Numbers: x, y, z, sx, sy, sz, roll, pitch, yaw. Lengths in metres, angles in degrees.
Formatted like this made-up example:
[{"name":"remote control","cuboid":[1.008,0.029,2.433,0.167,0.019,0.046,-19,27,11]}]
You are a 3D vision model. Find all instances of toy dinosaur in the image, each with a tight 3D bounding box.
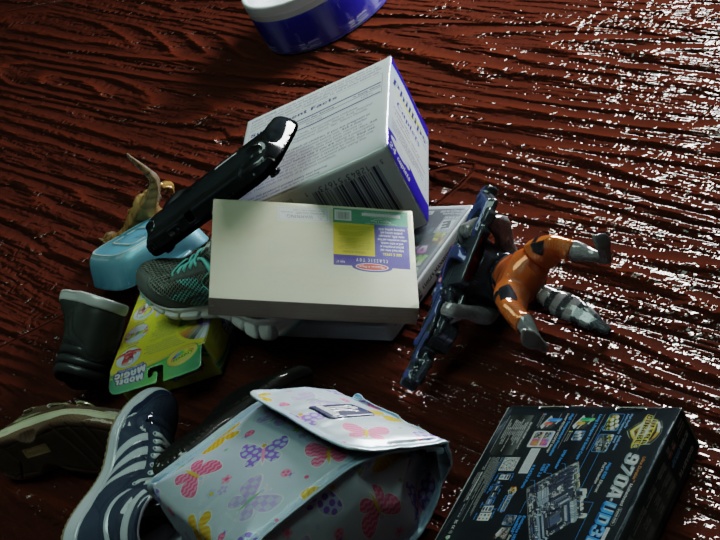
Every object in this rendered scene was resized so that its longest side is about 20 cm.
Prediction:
[{"name":"toy dinosaur","cuboid":[-0.247,-0.077,1.953,0.106,0.061,0.200,-29,-15,-39]}]

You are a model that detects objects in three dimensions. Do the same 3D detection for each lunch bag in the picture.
[{"name":"lunch bag","cuboid":[-0.046,0.175,1.356,0.199,0.128,0.169,-34,31,-21]}]

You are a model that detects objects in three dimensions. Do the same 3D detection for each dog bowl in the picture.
[{"name":"dog bowl","cuboid":[-0.058,-0.383,2.267,0.199,0.079,0.201,-23,31,14]}]

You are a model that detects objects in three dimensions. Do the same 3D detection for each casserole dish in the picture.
[{"name":"casserole dish","cuboid":[-0.245,-0.024,1.874,0.121,0.039,0.200,-32,14,-18]}]

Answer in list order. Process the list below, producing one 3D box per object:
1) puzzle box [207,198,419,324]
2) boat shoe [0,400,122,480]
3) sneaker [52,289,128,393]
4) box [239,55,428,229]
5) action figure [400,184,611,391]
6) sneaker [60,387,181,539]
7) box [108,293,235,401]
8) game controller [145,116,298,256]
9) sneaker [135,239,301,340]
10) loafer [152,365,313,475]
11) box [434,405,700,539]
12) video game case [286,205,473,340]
[{"name":"puzzle box","cuboid":[-0.045,-0.008,1.585,0.198,0.026,0.134,4,45,-5]},{"name":"boat shoe","cuboid":[-0.284,0.155,1.654,0.201,0.075,0.075,-8,30,35]},{"name":"sneaker","cuboid":[-0.300,0.078,1.788,0.200,0.070,0.100,175,114,-73]},{"name":"box","cuboid":[-0.027,-0.104,1.740,0.183,0.105,0.201,-22,30,17]},{"name":"action figure","cuboid":[0.123,0.034,1.482,0.193,0.104,0.201,16,77,61]},{"name":"sneaker","cuboid":[-0.187,0.187,1.515,0.108,0.070,0.201,-12,40,37]},{"name":"box","cuboid":[-0.187,0.062,1.736,0.117,0.049,0.200,-18,29,21]},{"name":"game controller","cuboid":[-0.141,-0.086,1.691,0.200,0.042,0.104,-32,13,35]},{"name":"sneaker","cuboid":[-0.145,0.002,1.662,0.199,0.092,0.078,10,42,30]},{"name":"loafer","cuboid":[-0.106,0.154,1.505,0.073,0.072,0.200,-21,11,47]},{"name":"box","cuboid":[0.145,0.185,1.242,0.158,0.046,0.200,-4,39,39]},{"name":"video game case","cuboid":[0.000,0.000,1.683,0.199,0.023,0.182,0,42,42]}]
